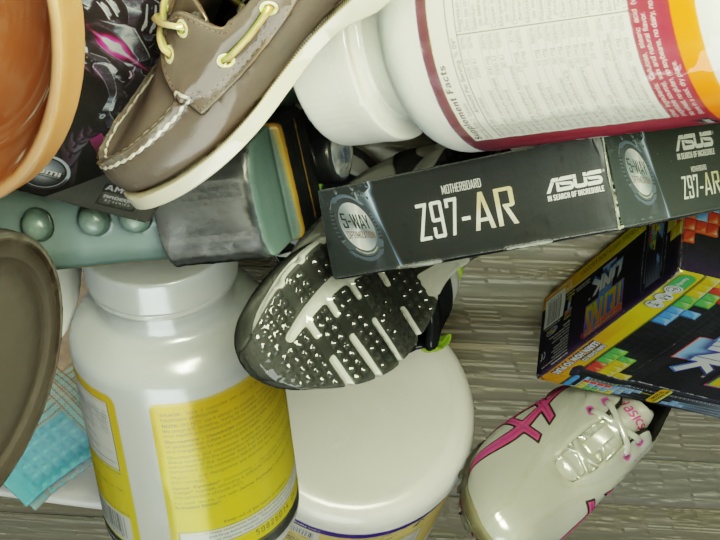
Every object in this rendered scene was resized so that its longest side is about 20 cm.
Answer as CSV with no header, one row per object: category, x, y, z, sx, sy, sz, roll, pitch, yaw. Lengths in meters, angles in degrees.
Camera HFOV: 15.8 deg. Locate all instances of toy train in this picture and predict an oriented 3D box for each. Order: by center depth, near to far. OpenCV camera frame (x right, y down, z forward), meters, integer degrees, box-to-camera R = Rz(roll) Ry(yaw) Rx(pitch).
toy train,-0.106,-0.043,1.261,0.200,0.085,0.114,-3,-161,20

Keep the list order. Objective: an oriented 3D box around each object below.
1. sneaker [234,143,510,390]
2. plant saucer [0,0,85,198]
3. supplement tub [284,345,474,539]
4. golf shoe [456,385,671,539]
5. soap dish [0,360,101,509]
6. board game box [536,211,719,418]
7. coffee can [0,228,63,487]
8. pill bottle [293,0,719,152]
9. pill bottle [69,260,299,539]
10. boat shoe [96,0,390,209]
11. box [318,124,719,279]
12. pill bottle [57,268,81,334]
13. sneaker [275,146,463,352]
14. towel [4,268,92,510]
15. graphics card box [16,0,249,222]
sneaker,0.000,0.000,1.272,0.080,0.200,0.074,-11,111,44
plant saucer,-0.187,-0.122,1.054,0.200,0.200,0.032,-15,-168,43
supplement tub,-0.013,0.115,1.603,0.145,0.145,0.200,8,159,-4
golf shoe,0.125,0.102,1.523,0.073,0.200,0.092,49,128,-1
soap dish,-0.201,0.067,1.576,0.200,0.081,0.157,7,137,-1
board game box,0.210,0.026,1.434,0.165,0.057,0.200,14,158,-13
coffee can,-0.262,0.023,1.216,0.200,0.146,0.146,19,164,23
pill bottle,0.076,-0.106,1.065,0.200,0.110,0.110,-6,155,29
pill bottle,-0.097,0.062,1.404,0.112,0.112,0.200,3,128,11
boat shoe,-0.045,-0.103,1.028,0.060,0.072,0.200,32,123,-28
box,0.103,-0.038,1.203,0.160,0.044,0.200,-11,180,39
pill bottle,-0.258,-0.002,1.404,0.200,0.111,0.111,4,159,25
sneaker,-0.009,-0.009,1.373,0.072,0.083,0.200,-13,151,40
towel,-0.174,0.045,1.481,0.200,0.022,0.147,-36,116,26
graphics card box,-0.113,-0.112,1.101,0.125,0.051,0.200,15,137,-20
